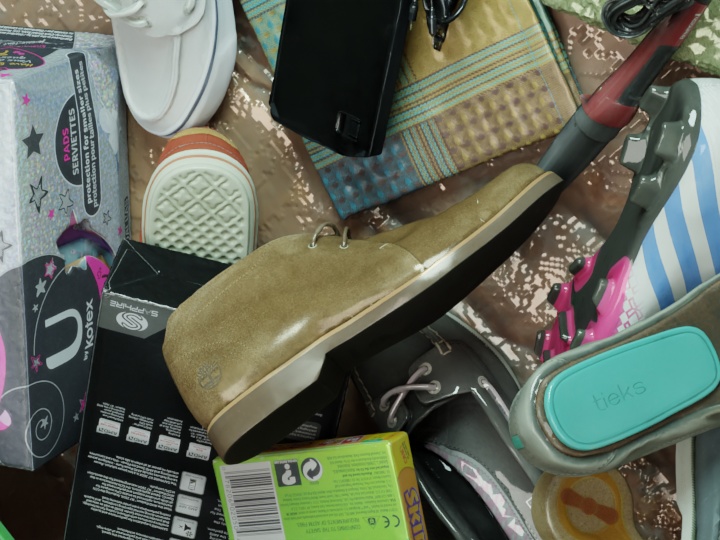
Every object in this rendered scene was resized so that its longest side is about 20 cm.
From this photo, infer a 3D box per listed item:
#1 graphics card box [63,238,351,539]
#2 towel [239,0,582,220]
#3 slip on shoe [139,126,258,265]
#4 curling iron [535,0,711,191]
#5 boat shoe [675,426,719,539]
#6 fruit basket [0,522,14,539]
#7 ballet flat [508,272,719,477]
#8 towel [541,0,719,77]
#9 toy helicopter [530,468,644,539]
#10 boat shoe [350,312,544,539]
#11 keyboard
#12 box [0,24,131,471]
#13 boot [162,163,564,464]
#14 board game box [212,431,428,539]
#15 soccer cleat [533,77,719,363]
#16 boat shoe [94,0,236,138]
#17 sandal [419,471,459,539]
[{"bbox_3d":[-0.076,0.088,1.249,0.125,0.051,0.200,13,127,2],"label":"graphics card box"},{"bbox_3d":[0.009,-0.138,1.198,0.147,0.022,0.200,-21,97,29],"label":"towel"},{"bbox_3d":[-0.086,0.016,1.272,0.074,0.061,0.200,6,124,-5],"label":"slip on shoe"},{"bbox_3d":[0.103,-0.078,1.142,0.050,0.026,0.200,22,139,-5],"label":"curling iron"},{"bbox_3d":[0.183,0.137,1.117,0.073,0.200,0.062,24,139,-32],"label":"boat shoe"},{"bbox_3d":[-0.209,0.173,1.304,0.094,0.200,0.185,-38,90,-8],"label":"fruit basket"},{"bbox_3d":[0.156,0.038,1.121,0.200,0.064,0.067,-19,82,-14],"label":"ballet flat"},{"bbox_3d":[0.176,-0.152,1.106,0.200,0.036,0.149,20,114,18],"label":"towel"},{"bbox_3d":[0.151,0.166,1.171,0.200,0.132,0.079,57,160,-10],"label":"toy helicopter"},{"bbox_3d":[0.055,0.088,1.219,0.067,0.057,0.200,-43,81,21],"label":"boat shoe"},{"bbox_3d":[0.017,-0.147,1.170,0.104,0.040,0.200,31,120,38],"label":"keyboard"},{"bbox_3d":[-0.195,-0.015,1.278,0.132,0.115,0.200,7,109,24],"label":"box"},{"bbox_3d":[0.000,0.000,1.148,0.200,0.074,0.075,-34,73,-6],"label":"boot"},{"bbox_3d":[-0.005,0.179,1.197,0.095,0.030,0.200,-8,96,26],"label":"board game box"},{"bbox_3d":[0.144,0.003,1.152,0.086,0.070,0.200,13,128,-13],"label":"soccer cleat"},{"bbox_3d":[-0.102,-0.149,1.205,0.074,0.065,0.200,24,126,33],"label":"boat shoe"},{"bbox_3d":[0.009,0.194,1.279,0.082,0.055,0.200,27,109,15],"label":"sandal"}]
